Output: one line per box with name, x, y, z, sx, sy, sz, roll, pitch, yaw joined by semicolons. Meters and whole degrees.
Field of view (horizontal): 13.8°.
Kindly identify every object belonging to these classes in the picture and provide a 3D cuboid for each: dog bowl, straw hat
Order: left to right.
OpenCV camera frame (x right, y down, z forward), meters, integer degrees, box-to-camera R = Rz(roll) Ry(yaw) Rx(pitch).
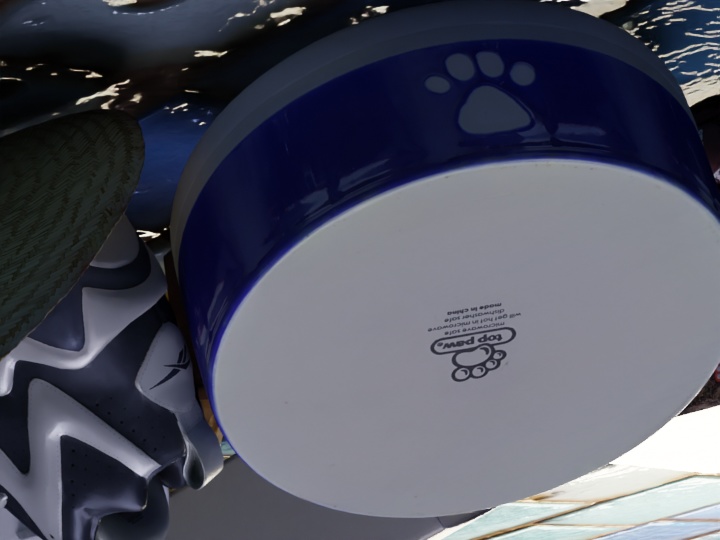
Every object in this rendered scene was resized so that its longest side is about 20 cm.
straw hat;-0.179;-0.020;1.047;0.201;0.201;0.085;-18;121;40
dog bowl;0.035;0.000;1.081;0.200;0.079;0.200;-9;139;-7

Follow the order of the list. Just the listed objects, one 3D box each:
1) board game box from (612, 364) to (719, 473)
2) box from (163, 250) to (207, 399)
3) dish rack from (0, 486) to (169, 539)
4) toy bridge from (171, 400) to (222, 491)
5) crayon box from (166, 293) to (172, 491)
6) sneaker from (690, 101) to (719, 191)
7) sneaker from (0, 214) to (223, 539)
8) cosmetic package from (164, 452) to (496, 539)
board game box;0.192;0.025;1.378;0.200;0.097;0.159;-18;162;41
box;0.000;0.000;1.253;0.100;0.075;0.200;0;167;-25
dish rack;-0.188;0.058;1.206;0.200;0.172;0.044;-16;-168;31
toy bridge;-0.060;0.098;1.370;0.027;0.200;0.067;4;-178;32
crayon box;-0.132;0.068;1.347;0.051;0.127;0.200;1;176;42
sneaker;0.166;-0.046;1.135;0.115;0.076;0.200;-4;167;6
sneaker;-0.131;0.068;1.109;0.199;0.130;0.079;-25;-171;31
cosmetic package;-0.049;0.120;1.254;0.200;0.073;0.104;-31;173;18
